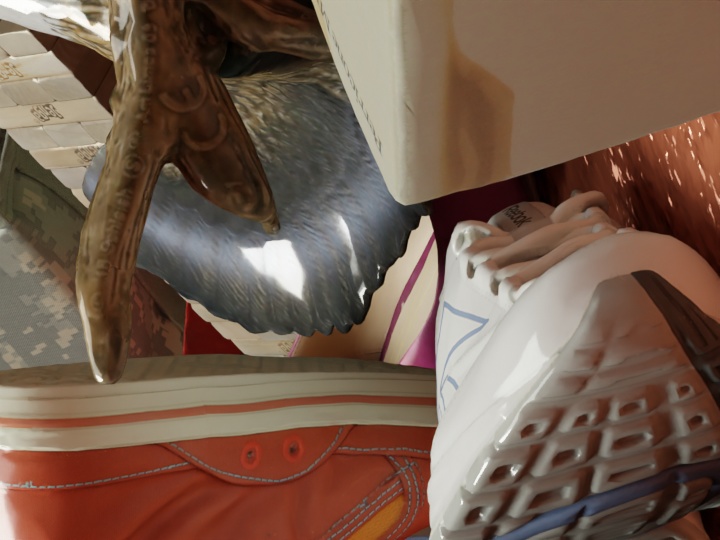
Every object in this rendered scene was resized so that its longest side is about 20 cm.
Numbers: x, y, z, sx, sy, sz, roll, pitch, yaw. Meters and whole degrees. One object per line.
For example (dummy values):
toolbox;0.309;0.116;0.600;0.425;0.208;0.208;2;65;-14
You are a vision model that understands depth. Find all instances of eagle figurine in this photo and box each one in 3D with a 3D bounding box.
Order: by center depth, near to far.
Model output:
eagle figurine;-0.036;-0.065;0.692;0.151;0.152;0.200;40;-175;5

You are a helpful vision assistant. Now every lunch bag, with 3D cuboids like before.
lunch bag;-0.124;-0.022;1.105;0.164;0.117;0.201;53;-156;-36

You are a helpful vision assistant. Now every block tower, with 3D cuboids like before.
block tower;-0.043;-0.029;0.862;0.054;0.058;0.200;-2;142;44

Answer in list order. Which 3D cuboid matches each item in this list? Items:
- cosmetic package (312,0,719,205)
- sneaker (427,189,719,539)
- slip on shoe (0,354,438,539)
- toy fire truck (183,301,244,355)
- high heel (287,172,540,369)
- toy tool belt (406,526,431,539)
cosmetic package;0.020;-0.105;0.420;0.200;0.071;0.106;85;166;-63
sneaker;0.040;0.021;0.600;0.200;0.074;0.088;100;157;-76
slip on shoe;-0.016;0.053;0.698;0.074;0.199;0.062;3;93;44
toy fire truck;-0.030;0.024;1.034;0.141;0.048;0.201;75;-168;-53
high heel;0.000;0.000;0.770;0.068;0.096;0.201;-114;9;-51
toy tool belt;-0.023;0.143;0.909;0.123;0.199;0.125;-116;2;-69
